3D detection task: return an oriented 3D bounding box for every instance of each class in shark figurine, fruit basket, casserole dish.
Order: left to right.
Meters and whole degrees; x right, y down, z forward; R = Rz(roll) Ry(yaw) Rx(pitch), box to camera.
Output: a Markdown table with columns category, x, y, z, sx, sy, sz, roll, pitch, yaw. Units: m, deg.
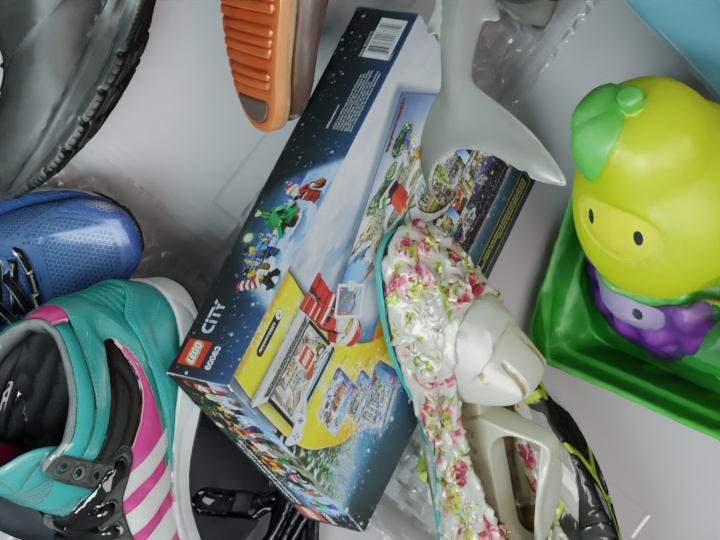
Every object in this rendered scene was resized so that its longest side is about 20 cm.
| category | x | y | z | sx | sy | sz | roll | pitch | yaw |
| --- | --- | --- | --- | --- | --- | --- | --- | --- | --- |
| shark figurine | 0.075 | -0.129 | 1.326 | 0.089 | 0.214 | 0.128 | -5 | 116 | 15 |
| fruit basket | 0.160 | -0.005 | 1.394 | 0.216 | 0.216 | 0.156 | 14 | 97 | -26 |
| casserole dish | 0.167 | -0.121 | 1.425 | 0.039 | 0.121 | 0.200 | -40 | 120 | 15 |

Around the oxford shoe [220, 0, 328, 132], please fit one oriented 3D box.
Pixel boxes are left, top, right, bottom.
| category | x | y | z | sx | sy | sz | roll | pitch | yaw |
| --- | --- | --- | --- | --- | --- | --- | --- | --- | --- |
| oxford shoe | -0.015 | -0.159 | 1.321 | 0.073 | 0.071 | 0.200 | 2 | 103 | -27 |

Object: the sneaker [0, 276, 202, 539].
| category | x | y | z | sx | sy | sz | roll | pitch | yaw |
| --- | --- | --- | --- | --- | --- | --- | --- | --- | --- |
| sneaker | -0.125 | 0.102 | 1.293 | 0.121 | 0.084 | 0.200 | 1 | 87 | -49 |

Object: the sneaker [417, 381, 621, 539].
| category | x | y | z | sx | sy | sz | roll | pitch | yaw |
| --- | --- | --- | --- | --- | --- | --- | --- | --- | --- |
| sneaker | 0.072 | 0.098 | 1.476 | 0.076 | 0.075 | 0.200 | -28 | 112 | 8 |

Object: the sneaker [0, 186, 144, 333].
| category | x | y | z | sx | sy | sz | roll | pitch | yaw |
| --- | --- | --- | --- | --- | --- | --- | --- | --- | --- |
| sneaker | -0.183 | 0.028 | 1.324 | 0.200 | 0.089 | 0.079 | -27 | 110 | -16 |

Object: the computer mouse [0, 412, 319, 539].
| category | x | y | z | sx | sy | sz | roll | pitch | yaw |
| --- | --- | --- | --- | --- | --- | --- | --- | --- | --- |
| computer mouse | -0.095 | 0.094 | 1.402 | 0.200 | 0.053 | 0.139 | 10 | 101 | -25 |

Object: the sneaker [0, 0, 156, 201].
| category | x | y | z | sx | sy | sz | roll | pitch | yaw |
| --- | --- | --- | --- | --- | --- | --- | --- | --- | --- |
| sneaker | -0.131 | -0.127 | 1.323 | 0.091 | 0.076 | 0.200 | 27 | 102 | -1 |

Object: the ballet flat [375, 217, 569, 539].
| category | x | y | z | sx | sy | sz | roll | pitch | yaw |
| --- | --- | --- | --- | --- | --- | --- | --- | --- | --- |
| ballet flat | 0.060 | 0.064 | 1.375 | 0.076 | 0.064 | 0.200 | -50 | 136 | -43 |

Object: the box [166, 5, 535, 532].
| category | x | y | z | sx | sy | sz | roll | pitch | yaw |
| --- | --- | --- | --- | --- | --- | --- | --- | --- | --- |
| box | 0.000 | 0.000 | 1.363 | 0.200 | 0.038 | 0.137 | -63 | 142 | -21 |
